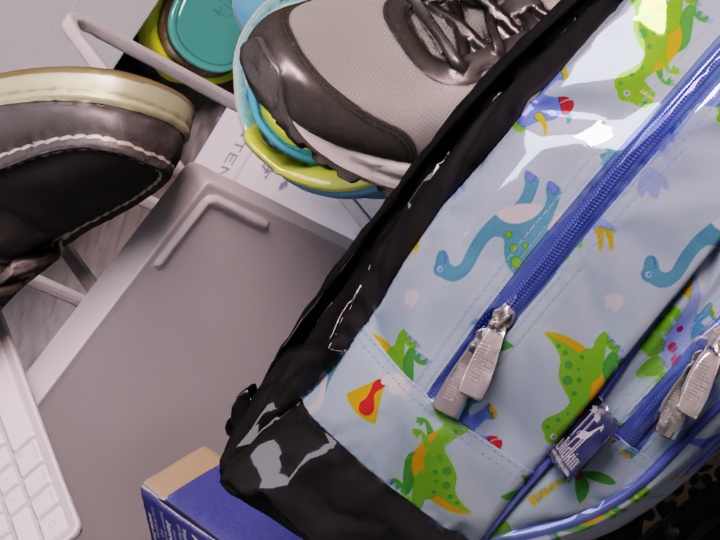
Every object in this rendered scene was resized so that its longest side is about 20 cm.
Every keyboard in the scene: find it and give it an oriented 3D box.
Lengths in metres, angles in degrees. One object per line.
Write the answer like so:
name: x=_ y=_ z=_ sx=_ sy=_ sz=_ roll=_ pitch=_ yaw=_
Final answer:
keyboard: x=-0.135 y=0.027 z=0.889 sx=0.056 sy=0.011 sz=0.200 roll=-45 pitch=45 yaw=19

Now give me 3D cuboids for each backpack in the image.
backpack: x=0.073 y=-0.009 z=0.762 sx=0.154 sy=0.163 sz=0.200 roll=28 pitch=103 yaw=14

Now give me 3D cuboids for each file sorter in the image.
file sorter: x=-0.092 y=0.037 z=0.950 sx=0.200 sy=0.139 sz=0.125 roll=-52 pitch=46 yaw=12

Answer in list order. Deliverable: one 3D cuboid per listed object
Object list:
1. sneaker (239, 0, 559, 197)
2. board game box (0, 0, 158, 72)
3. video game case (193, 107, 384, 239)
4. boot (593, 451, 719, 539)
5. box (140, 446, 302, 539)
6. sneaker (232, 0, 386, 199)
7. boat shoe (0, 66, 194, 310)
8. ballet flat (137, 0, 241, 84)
sneaker: x=0.054 y=-0.073 z=0.845 sx=0.074 sy=0.200 sz=0.079 roll=60 pitch=142 yaw=34
board game box: x=-0.159 y=-0.105 z=1.136 sx=0.148 sy=0.064 sz=0.200 roll=-57 pitch=26 yaw=-10
video game case: x=0.000 y=0.000 z=1.017 sx=0.200 sy=0.024 sz=0.182 roll=21 pitch=75 yaw=42
boot: x=0.133 y=0.115 z=0.810 sx=0.204 sy=0.073 sz=0.154 roll=-45 pitch=48 yaw=4
box: x=0.010 y=0.147 z=0.847 sx=0.032 sy=0.121 sz=0.200 roll=-28 pitch=38 yaw=-26
sneaker: x=-0.011 y=-0.080 z=0.961 sx=0.200 sy=0.130 sz=0.080 roll=28 pitch=110 yaw=46
boat shoe: x=-0.131 y=-0.007 z=0.857 sx=0.201 sy=0.072 sz=0.066 roll=-16 pitch=62 yaw=35
ballet flat: x=-0.028 y=-0.161 z=1.124 sx=0.200 sy=0.067 sz=0.067 roll=-56 pitch=15 yaw=-7
